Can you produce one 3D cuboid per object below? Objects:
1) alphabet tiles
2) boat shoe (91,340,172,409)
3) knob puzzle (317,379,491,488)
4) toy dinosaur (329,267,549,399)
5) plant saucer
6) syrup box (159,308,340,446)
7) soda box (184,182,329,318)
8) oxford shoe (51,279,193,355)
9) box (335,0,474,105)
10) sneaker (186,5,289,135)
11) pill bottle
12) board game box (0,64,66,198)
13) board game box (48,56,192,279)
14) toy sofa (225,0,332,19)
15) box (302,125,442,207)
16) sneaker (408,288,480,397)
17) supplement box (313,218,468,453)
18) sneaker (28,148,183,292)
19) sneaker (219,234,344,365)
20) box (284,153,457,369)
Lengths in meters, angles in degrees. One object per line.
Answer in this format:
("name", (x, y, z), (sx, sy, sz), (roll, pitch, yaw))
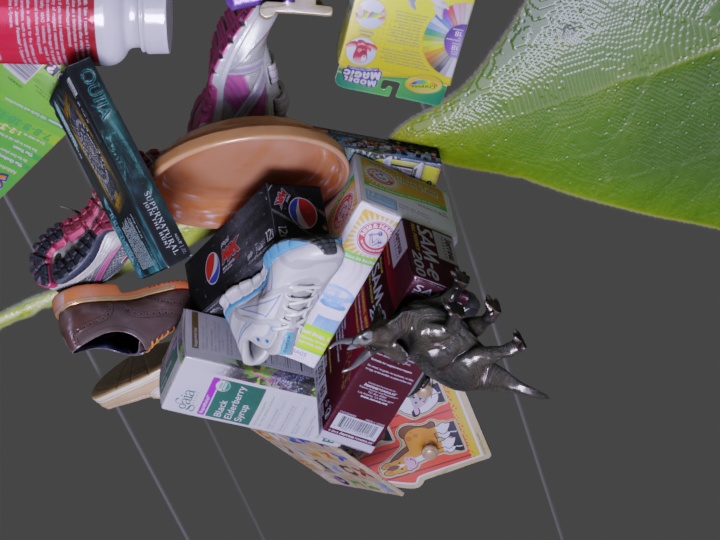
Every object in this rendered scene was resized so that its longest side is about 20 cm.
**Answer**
("alphabet tiles", (-0.066, 0.197, 1.487), (0.200, 0.167, 0.008), (37, 70, -23))
("boat shoe", (-0.201, 0.116, 1.460), (0.200, 0.074, 0.069), (-23, 114, 10))
("knob puzzle", (0.035, 0.189, 1.544), (0.219, 0.030, 0.220), (-1, 122, -2))
("toy dinosaur", (0.080, 0.065, 1.166), (0.200, 0.077, 0.102), (27, 128, -28))
("plant saucer", (-0.111, -0.097, 1.267), (0.200, 0.037, 0.200), (-9, 159, -4))
("syrup box", (-0.103, 0.113, 1.372), (0.200, 0.081, 0.079), (15, 125, -20))
("soda box", (-0.107, -0.015, 1.329), (0.063, 0.071, 0.200), (2, 156, -33))
("oxford shoe", (-0.224, 0.057, 1.391), (0.200, 0.073, 0.071), (-3, 152, -30))
("box", (0.049, -0.260, 1.257), (0.117, 0.048, 0.200), (11, 118, -10))
("sneaker", (-0.108, -0.181, 1.284), (0.088, 0.081, 0.200), (12, 127, -15))
("pill bottle", (-0.276, -0.245, 1.208), (0.200, 0.112, 0.112), (1, 122, -4))
("board game box", (-0.360, -0.143, 1.317), (0.200, 0.030, 0.096), (-41, 115, 17))
("board game box", (-0.228, -0.090, 1.229), (0.028, 0.135, 0.200), (-28, 95, -20))
("toy sofa", (-0.069, -0.321, 1.153), (0.098, 0.083, 0.200), (3, 100, -7))
("box", (-0.005, -0.046, 1.391), (0.136, 0.038, 0.200), (10, 121, -10))
("sneaker", (0.058, 0.091, 1.455), (0.200, 0.074, 0.079), (-39, 108, 22))
("supplement box", (0.025, 0.063, 1.254), (0.061, 0.109, 0.200), (21, 118, -18))
("sneaker", (-0.250, -0.050, 1.361), (0.200, 0.081, 0.075), (-37, 151, 10))
("sneaker", (-0.068, 0.033, 1.254), (0.075, 0.087, 0.200), (1, 154, -28))
("box", (0.000, 0.000, 1.337), (0.112, 0.101, 0.200), (22, 118, -18))
